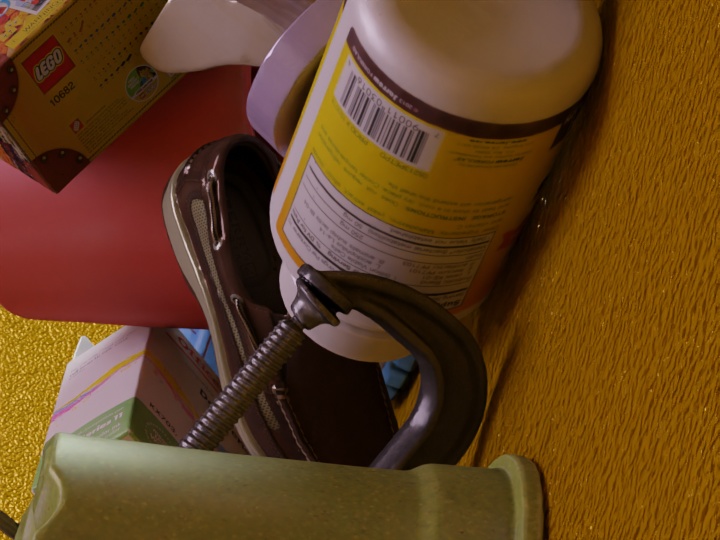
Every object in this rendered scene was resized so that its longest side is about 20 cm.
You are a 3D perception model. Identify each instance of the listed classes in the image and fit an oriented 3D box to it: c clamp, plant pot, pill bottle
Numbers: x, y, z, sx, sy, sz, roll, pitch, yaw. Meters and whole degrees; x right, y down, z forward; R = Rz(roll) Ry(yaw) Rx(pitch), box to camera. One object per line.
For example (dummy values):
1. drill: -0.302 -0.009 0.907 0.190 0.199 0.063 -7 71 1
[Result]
1. c clamp: -0.042 0.075 1.223 0.200 0.171 0.027 -46 29 -7
2. plant pot: -0.047 0.146 1.134 0.200 0.184 0.201 -165 90 -84
3. pill bottle: 0.025 -0.049 1.275 0.200 0.109 0.110 113 169 -49
4. plant pot: -0.107 -0.054 1.573 0.200 0.177 0.201 -8 -90 -74

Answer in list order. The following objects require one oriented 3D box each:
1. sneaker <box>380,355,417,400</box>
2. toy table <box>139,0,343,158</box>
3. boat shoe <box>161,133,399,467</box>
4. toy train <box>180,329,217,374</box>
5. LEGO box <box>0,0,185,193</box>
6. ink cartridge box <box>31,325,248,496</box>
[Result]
1. sneaker: 0.000 0.000 1.470 0.200 0.086 0.075 114 167 -59
2. toy table: -0.016 -0.134 1.371 0.184 0.117 0.200 -51 -16 18
3. boat shoe: -0.030 0.030 1.381 0.203 0.075 0.075 61 149 7
4. toy train: -0.060 0.050 1.712 0.087 0.114 0.200 -85 12 -52
5. LEGO box: -0.134 -0.149 1.487 0.200 0.077 0.149 -44 37 -13
6. ink cartridge box: -0.105 0.099 1.594 0.067 0.117 0.200 -33 18 14
